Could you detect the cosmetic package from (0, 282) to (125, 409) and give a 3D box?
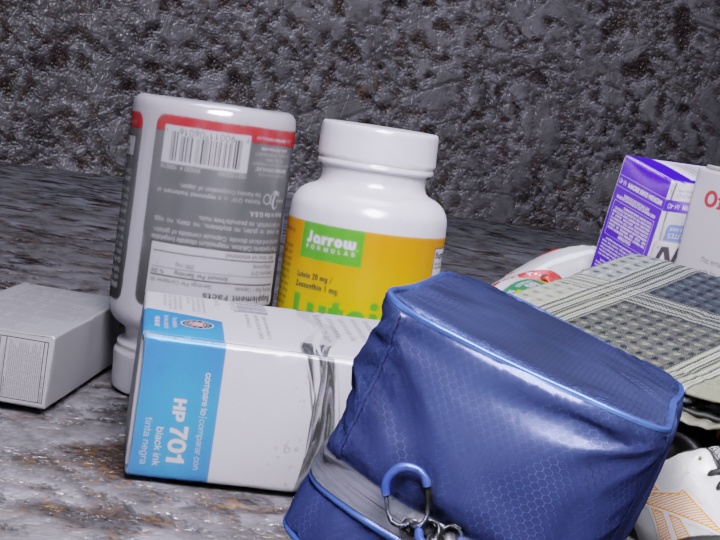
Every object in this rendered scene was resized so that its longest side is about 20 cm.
[{"bbox_3d":[-0.220,0.048,1.018,0.082,0.051,0.200,11,6,4],"label":"cosmetic package"}]

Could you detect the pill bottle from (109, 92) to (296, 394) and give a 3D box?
[{"bbox_3d":[-0.112,-0.015,1.039,0.113,0.201,0.114,8,6,-1],"label":"pill bottle"}]

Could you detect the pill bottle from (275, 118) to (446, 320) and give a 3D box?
[{"bbox_3d":[0.000,0.000,1.052,0.110,0.201,0.111,8,6,-1],"label":"pill bottle"}]

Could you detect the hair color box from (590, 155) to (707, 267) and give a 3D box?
[{"bbox_3d":[0.228,0.021,1.145,0.109,0.201,0.065,4,21,-31],"label":"hair color box"}]

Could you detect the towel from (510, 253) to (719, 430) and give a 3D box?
[{"bbox_3d":[0.182,0.042,0.887,0.192,0.035,0.199,20,24,40],"label":"towel"}]

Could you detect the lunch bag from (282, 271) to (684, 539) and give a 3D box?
[{"bbox_3d":[0.055,0.090,0.670,0.135,0.133,0.200,26,10,14],"label":"lunch bag"}]

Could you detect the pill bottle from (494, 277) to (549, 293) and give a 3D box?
[{"bbox_3d":[0.171,0.076,1.002,0.199,0.114,0.112,15,9,40],"label":"pill bottle"}]

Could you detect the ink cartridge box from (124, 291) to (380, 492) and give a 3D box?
[{"bbox_3d":[-0.034,0.073,0.886,0.199,0.086,0.146,9,7,-8],"label":"ink cartridge box"}]

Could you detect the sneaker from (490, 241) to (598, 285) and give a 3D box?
[{"bbox_3d":[0.110,0.042,1.145,0.200,0.068,0.108,-24,5,3],"label":"sneaker"}]

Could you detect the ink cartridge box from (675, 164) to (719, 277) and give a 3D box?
[{"bbox_3d":[0.285,0.040,1.043,0.084,0.201,0.144,8,8,-30],"label":"ink cartridge box"}]

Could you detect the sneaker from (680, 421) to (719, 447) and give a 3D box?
[{"bbox_3d":[0.191,0.110,0.830,0.090,0.070,0.200,28,-13,-39],"label":"sneaker"}]

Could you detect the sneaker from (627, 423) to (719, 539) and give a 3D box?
[{"bbox_3d":[0.177,0.128,0.723,0.073,0.081,0.200,7,8,-26],"label":"sneaker"}]
